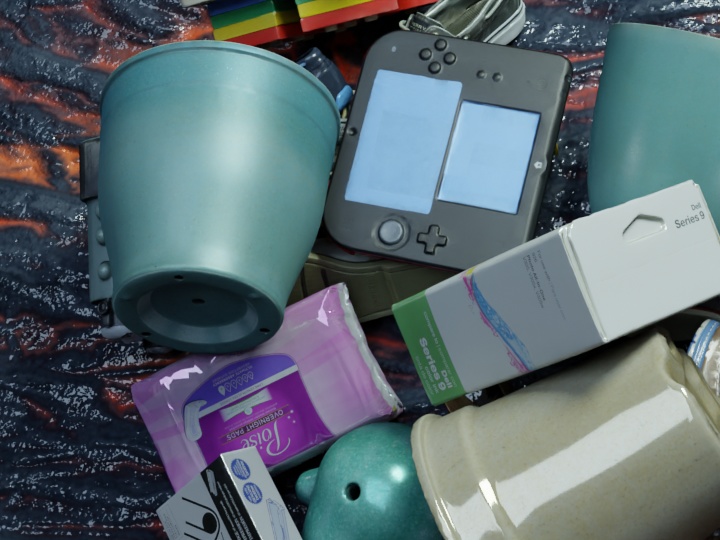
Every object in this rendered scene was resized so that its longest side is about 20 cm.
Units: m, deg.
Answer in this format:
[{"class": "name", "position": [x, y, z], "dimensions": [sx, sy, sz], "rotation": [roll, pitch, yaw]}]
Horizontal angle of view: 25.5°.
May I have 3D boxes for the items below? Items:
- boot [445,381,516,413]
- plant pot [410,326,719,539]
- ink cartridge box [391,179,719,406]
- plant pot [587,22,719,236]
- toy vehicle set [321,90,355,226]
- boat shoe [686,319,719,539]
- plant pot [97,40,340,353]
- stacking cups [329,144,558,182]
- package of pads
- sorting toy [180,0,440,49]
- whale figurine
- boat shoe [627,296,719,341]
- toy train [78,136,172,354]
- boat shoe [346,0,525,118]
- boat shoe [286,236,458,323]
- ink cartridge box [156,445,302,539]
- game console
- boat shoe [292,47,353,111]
[{"class": "boot", "position": [0.122, 0.134, 1.234], "dimensions": [0.074, 0.076, 0.200], "rotation": [-41, 59, -3]}, {"class": "plant pot", "position": [0.165, 0.141, 1.094], "dimensions": [0.183, 0.200, 0.202], "rotation": [-33, 57, 14]}, {"class": "ink cartridge box", "position": [0.142, 0.017, 1.130], "dimensions": [0.200, 0.145, 0.088], "rotation": [-29, 82, 52]}, {"class": "plant pot", "position": [0.262, -0.081, 1.212], "dimensions": [0.199, 0.200, 0.162], "rotation": [19, 95, 29]}, {"class": "toy vehicle set", "position": [-0.039, -0.102, 1.443], "dimensions": [0.198, 0.027, 0.125], "rotation": [1, 66, 23]}, {"class": "boat shoe", "position": [0.266, 0.138, 1.179], "dimensions": [0.072, 0.072, 0.202], "rotation": [7, 79, 21]}, {"class": "plant pot", "position": [-0.118, -0.045, 1.260], "dimensions": [0.198, 0.200, 0.190], "rotation": [-9, 57, 19]}, {"class": "stacking cups", "position": [0.066, -0.094, 1.358], "dimensions": [0.198, 0.061, 0.061], "rotation": [-19, 60, 4]}, {"class": "package of pads", "position": [-0.076, 0.106, 1.312], "dimensions": [0.199, 0.076, 0.121], "rotation": [-26, 86, 11]}, {"class": "sorting toy", "position": [-0.023, -0.248, 1.418], "dimensions": [0.197, 0.200, 0.070], "rotation": [-10, 98, 31]}, {"class": "whale figurine", "position": [-0.007, 0.209, 1.234], "dimensions": [0.200, 0.104, 0.159], "rotation": [-49, 58, 4]}, {"class": "boat shoe", "position": [0.194, 0.014, 1.266], "dimensions": [0.198, 0.071, 0.063], "rotation": [5, 65, 30]}, {"class": "toy train", "position": [-0.196, -0.029, 1.403], "dimensions": [0.085, 0.114, 0.202], "rotation": [-8, 79, 31]}, {"class": "boat shoe", "position": [0.060, -0.199, 1.396], "dimensions": [0.200, 0.071, 0.072], "rotation": [-42, 48, -18]}, {"class": "boat shoe", "position": [0.000, 0.000, 1.354], "dimensions": [0.198, 0.075, 0.069], "rotation": [0, 34, 15]}, {"class": "ink cartridge box", "position": [-0.076, 0.247, 1.219], "dimensions": [0.094, 0.044, 0.201], "rotation": [-42, 69, 35]}, {"class": "game console", "position": [0.070, -0.097, 1.304], "dimensions": [0.175, 0.031, 0.202], "rotation": [10, 74, 19]}, {"class": "boat shoe", "position": [-0.096, -0.160, 1.416], "dimensions": [0.199, 0.069, 0.084], "rotation": [-13, 29, 31]}]
